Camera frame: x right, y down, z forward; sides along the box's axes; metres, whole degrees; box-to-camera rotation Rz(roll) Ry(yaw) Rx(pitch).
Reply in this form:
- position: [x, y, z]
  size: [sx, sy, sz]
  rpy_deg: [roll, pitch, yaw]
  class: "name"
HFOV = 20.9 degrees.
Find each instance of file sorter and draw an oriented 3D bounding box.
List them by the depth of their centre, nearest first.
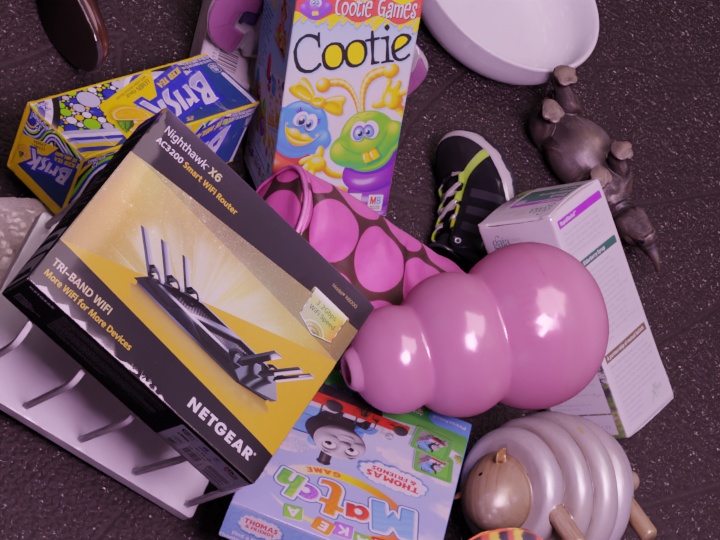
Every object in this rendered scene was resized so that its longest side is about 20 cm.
- position: [-0.150, 0.057, 1.352]
  size: [0.199, 0.124, 0.139]
  rpy_deg: [34, 63, -19]
  class: "file sorter"

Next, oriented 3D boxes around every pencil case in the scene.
- position: [0.000, 0.000, 1.527]
  size: [0.199, 0.090, 0.094]
  rpy_deg: [30, 61, -32]
  class: "pencil case"

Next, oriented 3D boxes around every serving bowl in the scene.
- position: [0.125, -0.250, 1.834]
  size: [0.199, 0.066, 0.201]
  rpy_deg: [18, 50, -22]
  class: "serving bowl"

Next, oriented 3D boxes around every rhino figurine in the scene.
- position: [0.217, -0.084, 1.768]
  size: [0.060, 0.088, 0.201]
  rpy_deg: [-30, 78, -13]
  class: "rhino figurine"

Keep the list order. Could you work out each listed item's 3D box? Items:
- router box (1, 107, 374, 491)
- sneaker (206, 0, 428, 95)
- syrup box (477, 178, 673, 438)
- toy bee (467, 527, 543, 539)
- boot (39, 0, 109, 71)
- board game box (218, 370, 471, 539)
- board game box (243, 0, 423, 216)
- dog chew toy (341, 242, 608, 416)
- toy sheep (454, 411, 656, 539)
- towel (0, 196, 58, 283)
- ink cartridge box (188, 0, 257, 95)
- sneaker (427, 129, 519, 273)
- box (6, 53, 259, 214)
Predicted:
- position: [-0.109, 0.020, 1.280]
  size: [0.200, 0.052, 0.158]
  rpy_deg: [43, 61, -15]
  class: "router box"
- position: [-0.034, -0.209, 1.634]
  size: [0.199, 0.081, 0.089]
  rpy_deg: [20, 37, -21]
  class: "sneaker"
- position: [0.177, 0.033, 1.600]
  size: [0.081, 0.078, 0.201]
  rpy_deg: [-33, 108, -43]
  class: "syrup box"
- position: [0.054, 0.266, 1.390]
  size: [0.108, 0.131, 0.201]
  rpy_deg: [20, 56, 12]
  class: "toy bee"
- position: [-0.178, -0.254, 1.628]
  size: [0.199, 0.064, 0.187]
  rpy_deg: [-12, 64, -35]
  class: "boot"
- position: [-0.006, 0.150, 1.418]
  size: [0.150, 0.037, 0.200]
  rpy_deg: [21, 31, 0]
  class: "board game box"
- position: [-0.023, -0.156, 1.545]
  size: [0.102, 0.201, 0.105]
  rpy_deg: [1, 29, -16]
  class: "board game box"
- position: [0.082, 0.052, 1.462]
  size: [0.198, 0.125, 0.125]
  rpy_deg: [-13, 65, -18]
  class: "dog chew toy"
- position: [0.151, 0.174, 1.508]
  size: [0.199, 0.138, 0.139]
  rpy_deg: [6, 54, -48]
  class: "toy sheep"
- position: [-0.230, 0.005, 1.435]
  size: [0.199, 0.034, 0.133]
  rpy_deg: [0, 60, -34]
  class: "towel"
- position: [-0.053, -0.201, 1.694]
  size: [0.175, 0.045, 0.201]
  rpy_deg: [24, 49, -17]
  class: "ink cartridge box"
- position: [0.092, -0.034, 1.653]
  size: [0.082, 0.072, 0.201]
  rpy_deg: [0, 59, -33]
  class: "sneaker"
- position: [-0.172, -0.106, 1.510]
  size: [0.070, 0.065, 0.199]
  rpy_deg: [42, 38, 19]
  class: "box"
